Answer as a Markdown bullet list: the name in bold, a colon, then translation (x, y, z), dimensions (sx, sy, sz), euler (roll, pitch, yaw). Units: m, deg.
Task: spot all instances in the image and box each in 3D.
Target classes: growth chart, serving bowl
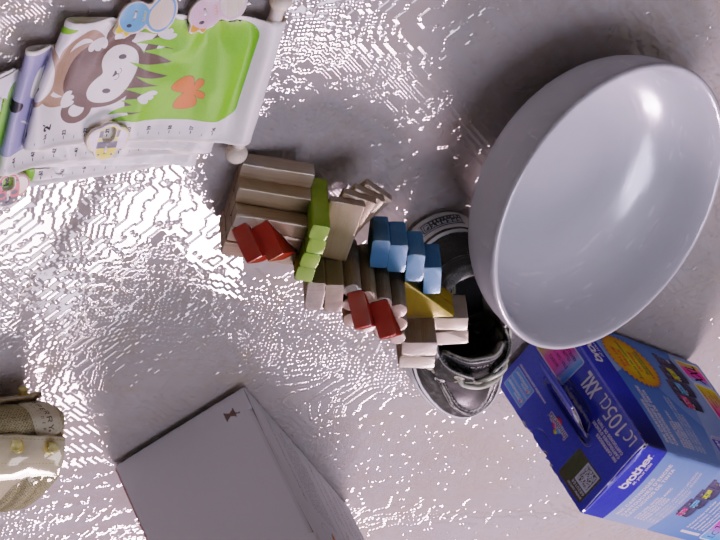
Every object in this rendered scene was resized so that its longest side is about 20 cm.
- **growth chart**: translation (-0.137, -0.098, 1.390), dimensions (0.200, 0.018, 0.145), euler (-13, 138, -22)
- **serving bowl**: translation (0.140, -0.052, 1.558), dimensions (0.200, 0.066, 0.200), euler (-25, 131, -32)

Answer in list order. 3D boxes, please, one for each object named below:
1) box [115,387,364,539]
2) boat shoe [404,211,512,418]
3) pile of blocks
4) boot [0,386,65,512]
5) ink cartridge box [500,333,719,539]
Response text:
- **box**: translation (-0.059, 0.203, 1.666), dimensions (0.106, 0.152, 0.200), euler (-32, 142, 4)
- **boat shoe**: translation (0.067, 0.048, 1.644), dimensions (0.071, 0.064, 0.200), euler (-24, 142, -8)
- **pile of blocks**: translation (0.000, 0.000, 1.503), dimensions (0.200, 0.062, 0.082), euler (30, 123, -28)
- **boot**: translation (-0.252, 0.088, 1.478), dimensions (0.155, 0.073, 0.200), euler (-5, 138, -28)
- **ink cartridge box**: translation (0.189, 0.113, 1.736), dimensions (0.200, 0.136, 0.076), euler (17, 121, -44)
